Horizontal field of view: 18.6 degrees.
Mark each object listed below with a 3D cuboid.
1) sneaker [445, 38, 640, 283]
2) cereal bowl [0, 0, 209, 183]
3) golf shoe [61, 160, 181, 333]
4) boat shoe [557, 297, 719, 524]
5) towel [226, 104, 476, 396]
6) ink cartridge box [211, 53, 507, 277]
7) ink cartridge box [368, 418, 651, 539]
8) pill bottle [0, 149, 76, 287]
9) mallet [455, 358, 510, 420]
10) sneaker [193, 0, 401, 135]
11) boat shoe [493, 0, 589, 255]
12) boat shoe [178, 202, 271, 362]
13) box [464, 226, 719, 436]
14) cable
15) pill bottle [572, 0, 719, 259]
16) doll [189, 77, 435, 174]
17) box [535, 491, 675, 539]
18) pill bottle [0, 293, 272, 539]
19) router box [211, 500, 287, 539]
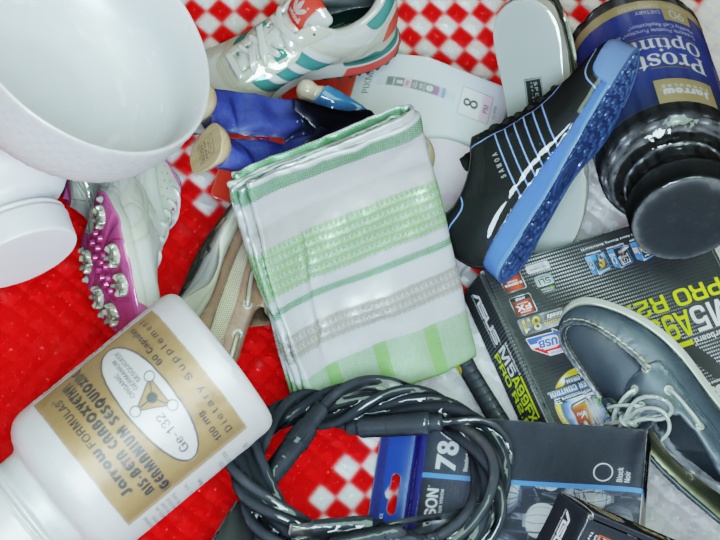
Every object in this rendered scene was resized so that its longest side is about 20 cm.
[{"bbox_3d":[0.125,-0.093,1.606,0.078,0.070,0.201,32,86,20],"label":"sneaker"},{"bbox_3d":[-0.205,-0.141,1.488,0.199,0.083,0.202,24,47,-28],"label":"cereal bowl"},{"bbox_3d":[-0.160,-0.040,1.567,0.091,0.075,0.201,-1,56,-29],"label":"golf shoe"},{"bbox_3d":[0.212,0.104,1.573,0.200,0.075,0.062,47,49,-3],"label":"boat shoe"},{"bbox_3d":[0.000,0.000,1.548,0.148,0.031,0.202,-22,114,-14],"label":"towel"},{"bbox_3d":[0.005,-0.097,1.669,0.198,0.057,0.164,22,61,-12],"label":"ink cartridge box"},{"bbox_3d":[0.100,0.155,1.534,0.198,0.039,0.100,1,62,13],"label":"ink cartridge box"},{"bbox_3d":[-0.273,-0.094,1.542,0.111,0.112,0.201,-16,70,-24],"label":"pill bottle"},{"bbox_3d":[0.118,0.132,1.582,0.041,0.066,0.201,-24,73,-17],"label":"mallet"},{"bbox_3d":[-0.060,-0.173,1.643,0.198,0.094,0.071,-22,62,-14],"label":"sneaker"},{"bbox_3d":[0.144,-0.113,1.677,0.070,0.202,0.064,2,15,21],"label":"boat shoe"},{"bbox_3d":[-0.088,0.012,1.577,0.071,0.076,0.201,31,67,-7],"label":"boat shoe"},{"bbox_3d":[0.198,0.053,1.657,0.198,0.044,0.161,-15,70,-23],"label":"box"},{"bbox_3d":[0.009,0.139,1.502,0.198,0.051,0.164,-12,44,-17],"label":"cable"},{"bbox_3d":[0.227,-0.109,1.677,0.111,0.112,0.201,5,45,-15],"label":"pill bottle"},{"bbox_3d":[-0.031,-0.086,1.582,0.199,0.048,0.137,5,54,-35],"label":"doll"},{"bbox_3d":[0.158,0.266,1.458,0.160,0.049,0.201,25,93,-30],"label":"box"},{"bbox_3d":[-0.166,0.119,1.449,0.200,0.114,0.115,-39,80,-8],"label":"pill bottle"},{"bbox_3d":[-0.038,0.274,1.471,0.199,0.052,0.158,31,60,-1],"label":"router box"}]
